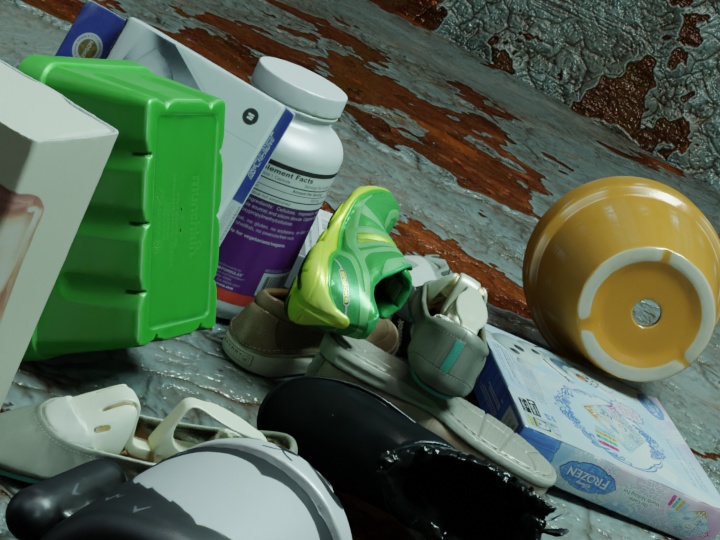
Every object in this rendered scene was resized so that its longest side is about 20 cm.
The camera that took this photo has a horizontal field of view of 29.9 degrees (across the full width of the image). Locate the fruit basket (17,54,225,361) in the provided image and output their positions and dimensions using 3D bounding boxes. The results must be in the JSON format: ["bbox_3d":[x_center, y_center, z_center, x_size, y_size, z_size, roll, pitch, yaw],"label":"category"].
[{"bbox_3d":[-0.207,-0.044,0.913,0.215,0.216,0.155,33,19,20],"label":"fruit basket"}]

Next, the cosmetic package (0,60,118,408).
[{"bbox_3d":[-0.230,-0.011,0.751,0.103,0.200,0.087,30,17,13],"label":"cosmetic package"}]

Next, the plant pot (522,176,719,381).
[{"bbox_3d":[0.258,0.022,1.284,0.200,0.200,0.183,25,13,-2],"label":"plant pot"}]

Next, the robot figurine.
[{"bbox_3d":[-0.079,0.150,0.627,0.150,0.125,0.200,67,24,0],"label":"robot figurine"}]

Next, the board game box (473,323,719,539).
[{"bbox_3d":[0.194,0.136,1.155,0.199,0.043,0.200,23,18,-15],"label":"board game box"}]

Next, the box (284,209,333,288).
[{"bbox_3d":[-0.107,-0.044,1.262,0.200,0.041,0.156,23,18,-12],"label":"box"}]

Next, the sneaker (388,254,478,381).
[{"bbox_3d":[0.049,0.044,1.197,0.088,0.074,0.200,6,21,-18],"label":"sneaker"}]

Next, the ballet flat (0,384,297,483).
[{"bbox_3d":[-0.130,0.099,0.803,0.200,0.064,0.067,16,20,-25],"label":"ballet flat"}]

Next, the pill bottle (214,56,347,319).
[{"bbox_3d":[-0.086,-0.066,1.093,0.112,0.200,0.112,23,18,-8],"label":"pill bottle"}]

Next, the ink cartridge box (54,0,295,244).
[{"bbox_3d":[-0.182,-0.084,1.022,0.200,0.200,0.041,29,1,13],"label":"ink cartridge box"}]

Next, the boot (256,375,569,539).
[{"bbox_3d":[0.025,0.125,0.836,0.198,0.073,0.162,28,-5,2],"label":"boot"}]

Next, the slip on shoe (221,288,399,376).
[{"bbox_3d":[-0.029,0.042,1.095,0.076,0.061,0.200,38,22,34],"label":"slip on shoe"}]

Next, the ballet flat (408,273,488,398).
[{"bbox_3d":[0.074,0.037,1.034,0.067,0.064,0.200,27,16,-4],"label":"ballet flat"}]

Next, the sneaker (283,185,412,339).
[{"bbox_3d":[0.000,0.000,1.051,0.083,0.074,0.200,30,30,-1],"label":"sneaker"}]

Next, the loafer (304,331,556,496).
[{"bbox_3d":[0.047,0.119,0.999,0.200,0.063,0.072,32,15,10],"label":"loafer"}]
